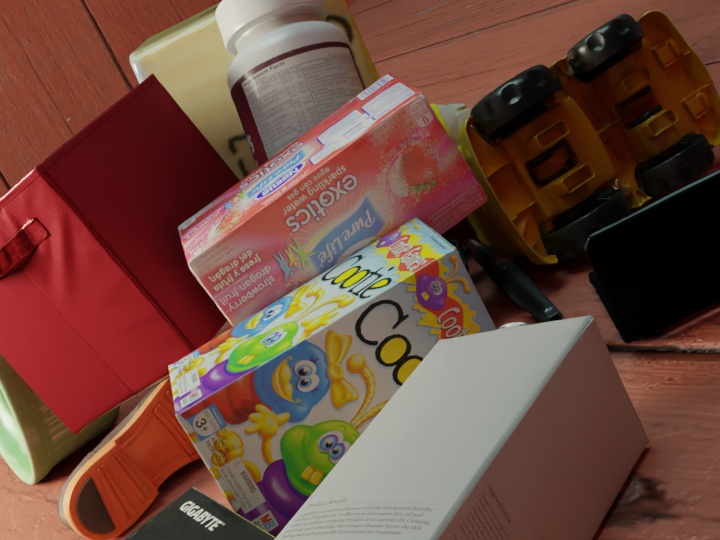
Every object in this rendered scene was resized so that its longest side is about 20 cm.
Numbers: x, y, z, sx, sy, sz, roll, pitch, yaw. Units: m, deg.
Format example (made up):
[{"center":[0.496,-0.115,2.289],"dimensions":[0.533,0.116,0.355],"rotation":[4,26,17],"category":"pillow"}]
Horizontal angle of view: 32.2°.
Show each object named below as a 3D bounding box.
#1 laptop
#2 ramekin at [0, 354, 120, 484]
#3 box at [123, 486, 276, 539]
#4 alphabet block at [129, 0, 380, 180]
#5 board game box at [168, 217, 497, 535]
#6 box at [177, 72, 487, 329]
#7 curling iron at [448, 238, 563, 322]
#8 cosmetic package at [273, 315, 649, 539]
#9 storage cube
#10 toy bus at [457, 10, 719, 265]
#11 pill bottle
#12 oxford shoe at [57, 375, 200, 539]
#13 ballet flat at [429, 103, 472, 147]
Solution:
[{"center":[0.216,-0.043,0.757],"dimensions":[0.175,0.104,0.200],"rotation":[-26,16,8],"category":"laptop"},{"center":[-0.299,0.079,1.118],"dimensions":[0.097,0.202,0.199],"rotation":[-28,14,-26],"category":"ramekin"},{"center":[-0.111,0.202,0.682],"dimensions":[0.159,0.050,0.199],"rotation":[-37,18,-20],"category":"box"},{"center":[-0.084,-0.170,1.192],"dimensions":[0.198,0.197,0.197],"rotation":[-24,17,2],"category":"alphabet block"},{"center":[-0.013,0.068,0.813],"dimensions":[0.198,0.106,0.103],"rotation":[-31,17,-3],"category":"board game box"},{"center":[-0.023,-0.040,0.891],"dimensions":[0.199,0.095,0.103],"rotation":[-36,20,-1],"category":"box"},{"center":[0.103,0.012,0.928],"dimensions":[0.050,0.025,0.200],"rotation":[-58,24,1],"category":"curling iron"},{"center":[0.047,0.114,0.607],"dimensions":[0.107,0.086,0.200],"rotation":[-12,23,44],"category":"cosmetic package"},{"center":[-0.198,-0.012,0.994],"dimensions":[0.170,0.180,0.201],"rotation":[-31,15,35],"category":"storage cube"},{"center":[0.162,-0.091,0.989],"dimensions":[0.199,0.137,0.192],"rotation":[-32,0,-14],"category":"toy bus"},{"center":[-0.045,-0.133,1.022],"dimensions":[0.108,0.203,0.110],"rotation":[-20,-8,-3],"category":"pill bottle"},{"center":[-0.154,0.122,0.958],"dimensions":[0.199,0.072,0.073],"rotation":[-39,15,-27],"category":"oxford shoe"},{"center":[0.075,-0.114,1.091],"dimensions":[0.066,0.068,0.200],"rotation":[-25,-10,6],"category":"ballet flat"}]
